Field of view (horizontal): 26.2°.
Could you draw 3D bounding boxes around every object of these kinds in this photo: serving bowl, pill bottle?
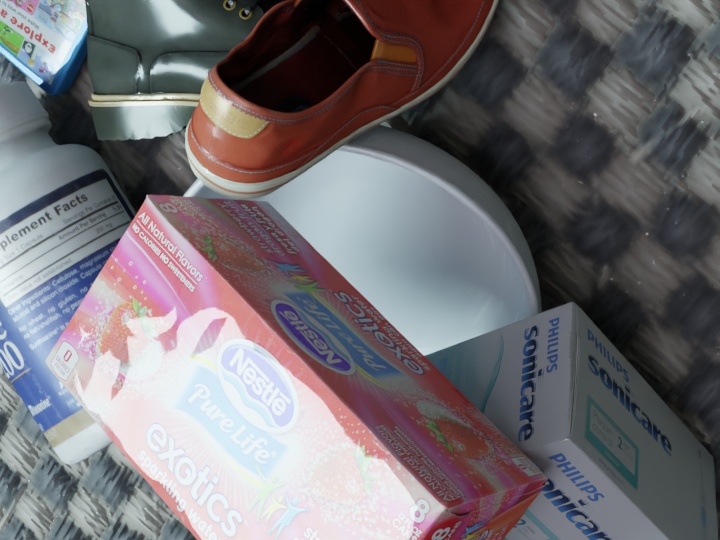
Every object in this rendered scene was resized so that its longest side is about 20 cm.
[{"bbox_3d":[0.000,0.000,0.804,0.199,0.066,0.201,10,131,11],"label":"serving bowl"},{"bbox_3d":[-0.173,-0.001,0.880,0.111,0.111,0.201,-31,91,31],"label":"pill bottle"}]

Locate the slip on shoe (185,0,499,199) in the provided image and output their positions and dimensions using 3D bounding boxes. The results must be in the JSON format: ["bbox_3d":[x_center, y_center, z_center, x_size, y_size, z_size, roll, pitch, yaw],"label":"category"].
[{"bbox_3d":[0.000,-0.108,0.714,0.074,0.200,0.061,40,149,17],"label":"slip on shoe"}]

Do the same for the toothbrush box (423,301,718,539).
[{"bbox_3d":[0.060,0.116,0.781,0.199,0.086,0.146,-22,130,29],"label":"toothbrush box"}]

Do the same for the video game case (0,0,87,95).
[{"bbox_3d":[-0.179,-0.219,0.865,0.143,0.018,0.200,40,120,9],"label":"video game case"}]

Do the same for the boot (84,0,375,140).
[{"bbox_3d":[-0.067,-0.146,0.794,0.199,0.077,0.139,-6,105,22],"label":"boot"}]

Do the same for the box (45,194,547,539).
[{"bbox_3d":[-0.031,0.066,0.686,0.200,0.095,0.103,45,112,24],"label":"box"}]
